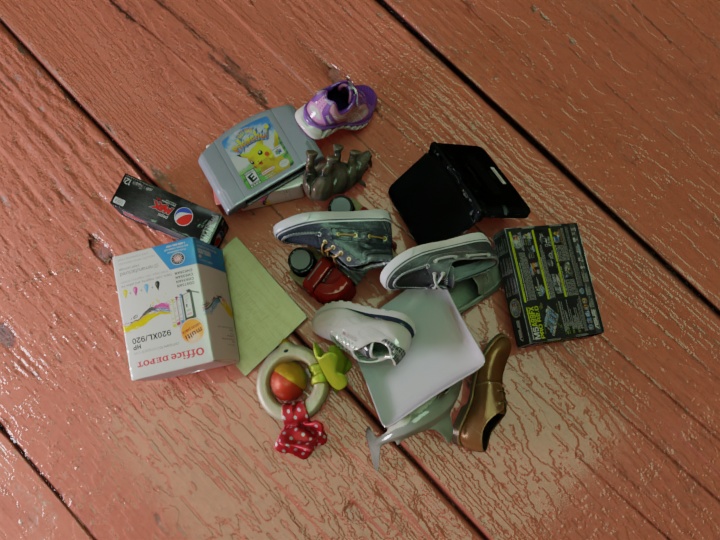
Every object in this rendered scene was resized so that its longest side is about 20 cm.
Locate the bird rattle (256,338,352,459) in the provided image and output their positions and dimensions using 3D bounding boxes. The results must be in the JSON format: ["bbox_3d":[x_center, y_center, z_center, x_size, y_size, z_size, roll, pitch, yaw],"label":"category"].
[{"bbox_3d":[-0.103,0.208,1.183,0.161,0.112,0.203,29,91,19],"label":"bird rattle"}]

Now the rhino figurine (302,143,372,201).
[{"bbox_3d":[-0.034,-0.174,1.224,0.059,0.199,0.089,27,117,24],"label":"rhino figurine"}]

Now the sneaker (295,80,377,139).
[{"bbox_3d":[-0.026,-0.302,1.247,0.081,0.089,0.199,50,44,7],"label":"sneaker"}]

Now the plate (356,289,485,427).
[{"bbox_3d":[0.090,0.130,1.149,0.198,0.032,0.202,-35,51,12],"label":"plate"}]

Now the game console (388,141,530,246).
[{"bbox_3d":[0.172,-0.125,1.237,0.173,0.118,0.202,-1,44,-27],"label":"game console"}]

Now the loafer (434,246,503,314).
[{"bbox_3d":[0.202,0.023,1.218,0.199,0.070,0.070,-42,82,-8],"label":"loafer"}]

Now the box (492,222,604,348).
[{"bbox_3d":[0.326,0.023,1.206,0.157,0.044,0.204,-6,77,-21],"label":"box"}]

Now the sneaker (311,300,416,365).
[{"bbox_3d":[-0.007,0.106,1.144,0.197,0.077,0.081,2,51,35],"label":"sneaker"}]

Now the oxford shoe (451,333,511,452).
[{"bbox_3d":[0.222,0.207,1.165,0.070,0.071,0.204,15,83,42],"label":"oxford shoe"}]

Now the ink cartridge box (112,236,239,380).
[{"bbox_3d":[-0.302,0.069,1.156,0.144,0.145,0.204,-13,82,5],"label":"ink cartridge box"}]

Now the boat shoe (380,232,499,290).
[{"bbox_3d":[0.131,0.000,1.134,0.196,0.073,0.068,-15,49,-13],"label":"boat shoe"}]

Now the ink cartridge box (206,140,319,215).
[{"bbox_3d":[-0.171,-0.185,1.268,0.196,0.068,0.119,-12,77,-1],"label":"ink cartridge box"}]

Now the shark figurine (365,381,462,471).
[{"bbox_3d":[0.104,0.257,1.142,0.213,0.128,0.090,-36,92,-7],"label":"shark figurine"}]

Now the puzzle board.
[{"bbox_3d":[-0.213,0.062,1.238,0.150,0.017,0.200,-42,80,-8],"label":"puzzle board"}]

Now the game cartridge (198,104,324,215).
[{"bbox_3d":[-0.179,-0.202,1.220,0.198,0.041,0.135,-31,75,-6],"label":"game cartridge"}]

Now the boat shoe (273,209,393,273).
[{"bbox_3d":[-0.041,-0.044,1.129,0.196,0.071,0.093,-6,74,-4],"label":"boat shoe"}]

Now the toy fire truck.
[{"bbox_3d":[0.000,0.000,1.211,0.199,0.129,0.177,35,79,18],"label":"toy fire truck"}]

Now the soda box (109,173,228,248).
[{"bbox_3d":[-0.341,-0.099,1.246,0.197,0.071,0.064,24,77,5],"label":"soda box"}]
